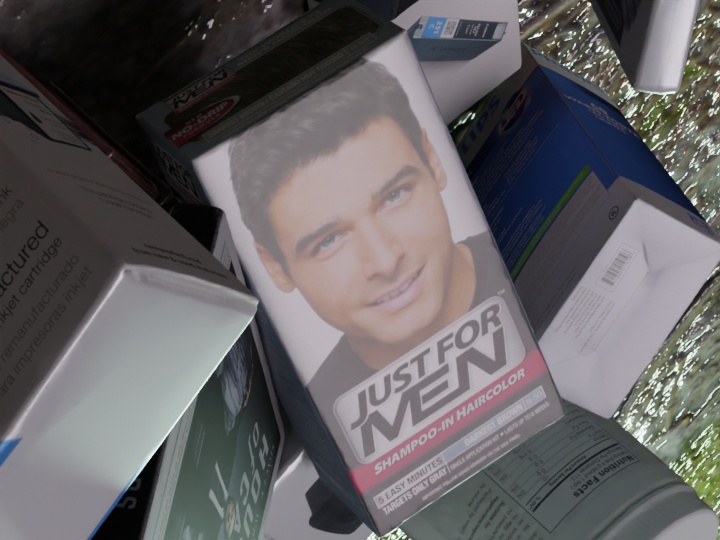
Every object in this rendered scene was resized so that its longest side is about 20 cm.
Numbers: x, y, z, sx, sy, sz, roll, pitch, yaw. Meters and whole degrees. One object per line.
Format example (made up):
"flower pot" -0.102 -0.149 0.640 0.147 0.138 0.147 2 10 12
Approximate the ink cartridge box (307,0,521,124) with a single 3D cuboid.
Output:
"ink cartridge box" 0.052 -0.161 1.048 0.176 0.045 0.200 -39 152 -16

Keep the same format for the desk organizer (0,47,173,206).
"desk organizer" -0.173 0.013 0.891 0.200 0.072 0.077 -48 167 -1

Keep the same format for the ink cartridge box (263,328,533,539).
"ink cartridge box" -0.040 0.053 1.072 0.200 0.146 0.083 -50 138 2

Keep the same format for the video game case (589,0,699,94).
"video game case" 0.111 -0.196 0.917 0.023 0.200 0.182 3 122 -10

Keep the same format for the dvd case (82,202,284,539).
"dvd case" -0.064 0.088 0.883 0.200 0.025 0.151 78 21 -61

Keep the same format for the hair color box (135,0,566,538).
"hair color box" 0.000 0.000 0.933 0.099 0.061 0.200 -33 123 -12

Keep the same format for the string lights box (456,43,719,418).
"string lights box" 0.100 -0.025 1.142 0.059 0.200 0.103 26 108 -23

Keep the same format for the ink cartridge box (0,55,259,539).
"ink cartridge box" -0.155 0.003 0.776 0.147 0.200 0.086 -54 152 10

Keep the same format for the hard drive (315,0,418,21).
"hard drive" 0.050 -0.185 0.876 0.135 0.042 0.200 -38 162 -31

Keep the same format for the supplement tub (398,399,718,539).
"supplement tub" 0.089 0.122 1.312 0.132 0.200 0.132 -36 152 -23
